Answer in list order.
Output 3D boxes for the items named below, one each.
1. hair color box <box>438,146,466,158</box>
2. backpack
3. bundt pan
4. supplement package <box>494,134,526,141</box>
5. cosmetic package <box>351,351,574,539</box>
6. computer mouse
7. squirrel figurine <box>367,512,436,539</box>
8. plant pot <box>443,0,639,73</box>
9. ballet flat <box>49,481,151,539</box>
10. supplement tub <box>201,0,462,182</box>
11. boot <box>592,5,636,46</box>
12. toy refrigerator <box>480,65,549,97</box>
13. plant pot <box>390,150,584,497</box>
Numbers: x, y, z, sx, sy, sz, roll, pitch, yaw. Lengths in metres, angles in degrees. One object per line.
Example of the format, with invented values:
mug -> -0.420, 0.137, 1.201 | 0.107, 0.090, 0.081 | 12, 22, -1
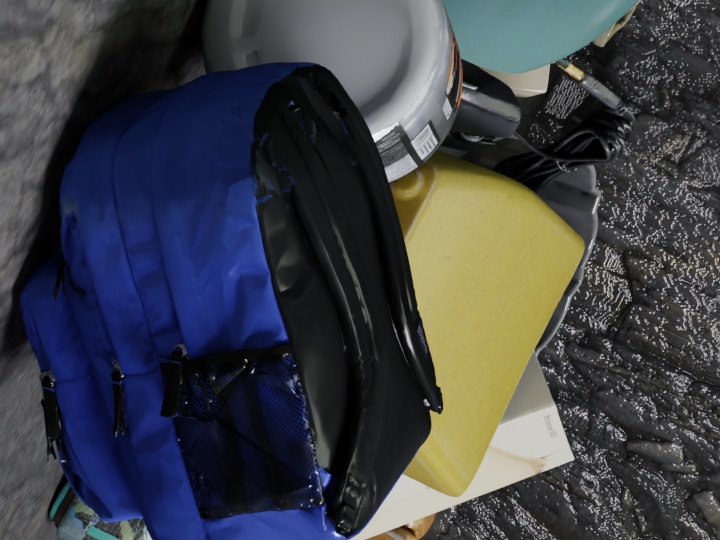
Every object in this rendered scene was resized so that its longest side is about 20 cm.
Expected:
hair color box -> 0.044, -0.120, 1.645 | 0.200, 0.099, 0.061 | -64, 174, 2
backpack -> -0.067, 0.013, 1.020 | 0.163, 0.168, 0.200 | -57, 138, -68
bundt pan -> 0.088, -0.006, 1.617 | 0.202, 0.076, 0.202 | -40, 144, -37
supplement package -> 0.042, -0.034, 1.868 | 0.121, 0.120, 0.200 | -57, 170, -40
cosmetic package -> 0.037, 0.117, 1.536 | 0.104, 0.200, 0.073 | 62, 9, -61
computer mouse -> 0.073, -0.106, 1.398 | 0.140, 0.200, 0.046 | -21, -138, 47
squirrel figurine -> -0.024, 0.133, 1.684 | 0.142, 0.186, 0.200 | -58, 171, -42
plant pot -> 0.092, -0.213, 1.301 | 0.161, 0.200, 0.201 | -56, 178, 27
ballet flat -> -0.126, 0.128, 1.379 | 0.074, 0.074, 0.200 | -67, 173, 24
supplement tub -> -0.009, -0.107, 1.172 | 0.123, 0.122, 0.200 | -64, 174, 0
boot -> 0.171, -0.271, 1.837 | 0.200, 0.155, 0.072 | -58, 171, -42
toy refrigerator -> 0.107, -0.225, 1.567 | 0.076, 0.070, 0.200 | -173, -90, -82
plant pot -> 0.000, 0.000, 1.419 | 0.196, 0.194, 0.200 | -63, 157, -9
